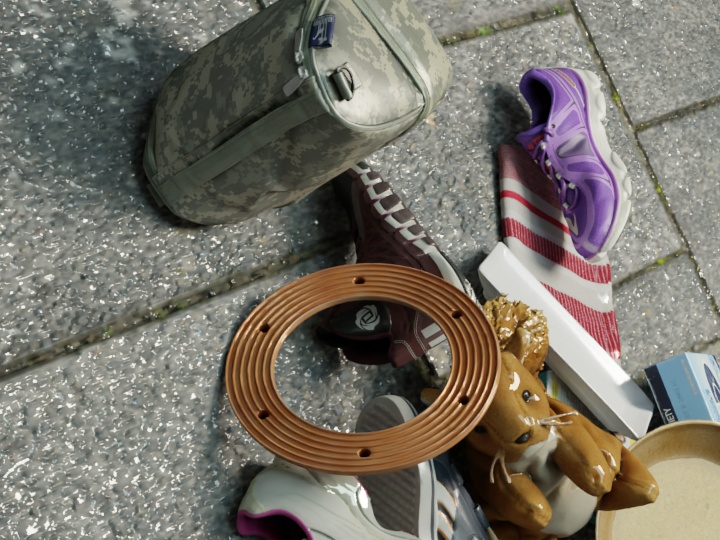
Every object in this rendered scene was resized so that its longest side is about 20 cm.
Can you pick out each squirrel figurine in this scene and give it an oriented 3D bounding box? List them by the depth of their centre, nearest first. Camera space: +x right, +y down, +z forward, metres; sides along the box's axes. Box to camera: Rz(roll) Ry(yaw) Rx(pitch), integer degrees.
[{"bbox_3d":[0.112,0.114,1.528,0.187,0.141,0.200,50,10,-43],"label":"squirrel figurine"}]

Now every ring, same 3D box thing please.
[{"bbox_3d":[0.002,0.072,1.433,0.019,0.200,0.201,82,17,-45],"label":"ring"}]

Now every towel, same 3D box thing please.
[{"bbox_3d":[0.181,-0.006,1.804,0.144,0.023,0.201,25,51,-39],"label":"towel"}]

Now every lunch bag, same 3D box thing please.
[{"bbox_3d":[-0.051,-0.122,1.449,0.140,0.200,0.168,54,36,-10],"label":"lunch bag"}]

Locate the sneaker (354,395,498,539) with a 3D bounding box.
[{"bbox_3d":[0.051,0.190,1.482,0.079,0.078,0.201,-6,84,-43],"label":"sneaker"}]

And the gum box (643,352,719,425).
[{"bbox_3d":[0.321,0.160,1.793,0.170,0.044,0.200,69,14,10],"label":"gum box"}]

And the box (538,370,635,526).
[{"bbox_3d":[0.207,0.170,1.703,0.200,0.049,0.082,35,44,-32],"label":"box"}]

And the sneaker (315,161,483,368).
[{"bbox_3d":[0.000,0.000,1.546,0.200,0.115,0.076,51,-4,42],"label":"sneaker"}]

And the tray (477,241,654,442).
[{"bbox_3d":[0.172,0.064,1.691,0.200,0.022,0.107,47,18,0],"label":"tray"}]

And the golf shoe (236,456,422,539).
[{"bbox_3d":[-0.004,0.211,1.388,0.200,0.075,0.091,41,46,12],"label":"golf shoe"}]

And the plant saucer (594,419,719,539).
[{"bbox_3d":[0.280,0.225,1.643,0.200,0.035,0.201,4,76,-16],"label":"plant saucer"}]

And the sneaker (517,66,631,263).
[{"bbox_3d":[0.184,-0.096,1.802,0.083,0.081,0.201,5,57,-29],"label":"sneaker"}]
